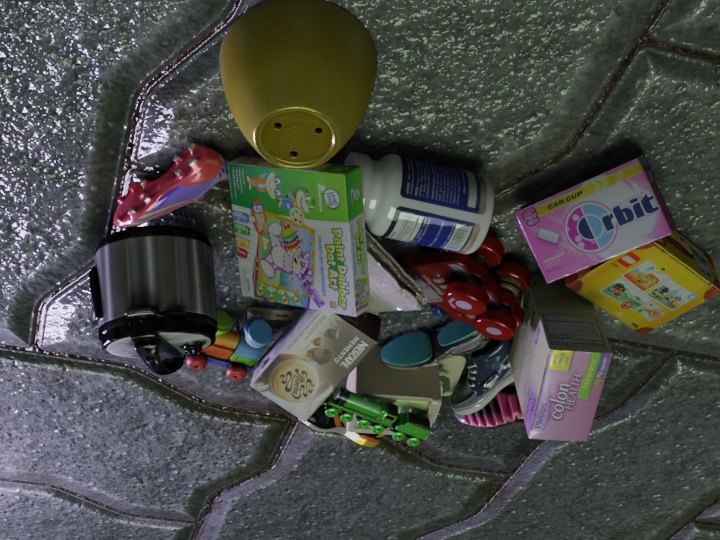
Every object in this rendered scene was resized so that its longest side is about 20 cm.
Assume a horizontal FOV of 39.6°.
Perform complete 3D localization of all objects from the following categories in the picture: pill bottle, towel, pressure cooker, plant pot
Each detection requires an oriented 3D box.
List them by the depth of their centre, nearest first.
[{"bbox_3d":[-0.077,-0.208,1.221,0.200,0.142,0.200,0,140,0],"label":"plant pot"},{"bbox_3d":[0.073,-0.096,1.380,0.200,0.116,0.116,12,138,-14],"label":"pill bottle"},{"bbox_3d":[-0.294,0.050,1.448,0.176,0.200,0.179,8,158,-43],"label":"pressure cooker"},{"bbox_3d":[0.000,0.000,1.507,0.133,0.034,0.200,-7,137,45],"label":"towel"}]

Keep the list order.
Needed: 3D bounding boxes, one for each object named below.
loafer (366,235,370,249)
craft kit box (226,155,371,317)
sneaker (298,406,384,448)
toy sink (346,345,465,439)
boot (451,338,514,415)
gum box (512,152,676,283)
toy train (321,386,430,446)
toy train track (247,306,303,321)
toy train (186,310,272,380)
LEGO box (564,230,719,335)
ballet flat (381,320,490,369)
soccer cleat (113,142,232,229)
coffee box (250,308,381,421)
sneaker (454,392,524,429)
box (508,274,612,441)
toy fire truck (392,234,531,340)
[{"bbox_3d":[-0.059,-0.017,1.422,0.070,0.070,0.200,37,150,-22],"label":"loafer"},{"bbox_3d":[-0.084,-0.048,1.356,0.197,0.049,0.200,7,113,30],"label":"craft kit box"},{"bbox_3d":[-0.027,0.258,1.850,0.200,0.070,0.090,25,118,-28],"label":"sneaker"},{"bbox_3d":[0.081,0.217,1.757,0.200,0.112,0.130,5,140,-8],"label":"toy sink"},{"bbox_3d":[0.211,0.174,1.754,0.090,0.073,0.200,33,121,-26],"label":"boot"},{"bbox_3d":[0.325,-0.071,1.412,0.200,0.066,0.114,-24,93,25],"label":"gum box"},{"bbox_3d":[0.029,0.243,1.680,0.200,0.042,0.056,23,127,-20],"label":"toy train"},{"bbox_3d":[-0.087,0.084,1.656,0.200,0.033,0.115,4,140,-5],"label":"toy train track"},{"bbox_3d":[-0.249,0.102,1.621,0.200,0.085,0.116,18,144,-22],"label":"toy train"},{"bbox_3d":[0.428,0.000,1.535,0.200,0.077,0.149,30,130,-32],"label":"LEGO box"},{"bbox_3d":[0.134,0.131,1.691,0.200,0.072,0.072,-21,136,23],"label":"ballet flat"},{"bbox_3d":[-0.266,-0.106,1.402,0.200,0.067,0.076,-32,137,28],"label":"soccer cleat"},{"bbox_3d":[-0.071,0.132,1.615,0.113,0.080,0.200,36,114,-13],"label":"coffee box"},{"bbox_3d":[0.276,0.262,1.857,0.200,0.079,0.095,-8,151,9],"label":"sneaker"},{"bbox_3d":[0.307,0.134,1.566,0.097,0.200,0.176,4,123,-4],"label":"box"},{"bbox_3d":[0.158,0.030,1.558,0.168,0.112,0.200,-4,146,42],"label":"toy fire truck"}]
